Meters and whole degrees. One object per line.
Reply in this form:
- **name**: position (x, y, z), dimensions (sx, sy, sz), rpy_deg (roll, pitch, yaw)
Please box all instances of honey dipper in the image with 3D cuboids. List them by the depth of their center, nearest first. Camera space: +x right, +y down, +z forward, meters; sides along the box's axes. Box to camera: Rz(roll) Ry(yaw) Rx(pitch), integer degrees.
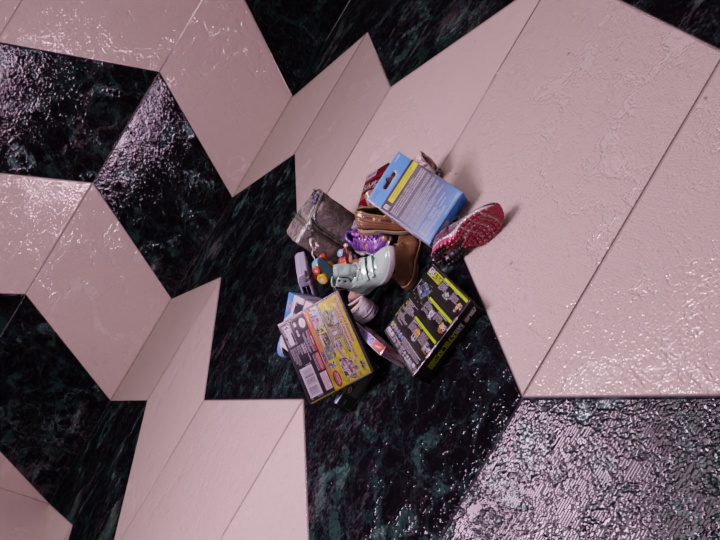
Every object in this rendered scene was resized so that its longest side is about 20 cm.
- **honey dipper**: position (0.047, -0.144, 1.587), dimensions (0.038, 0.038, 0.202), rpy_deg (-43, 38, 26)

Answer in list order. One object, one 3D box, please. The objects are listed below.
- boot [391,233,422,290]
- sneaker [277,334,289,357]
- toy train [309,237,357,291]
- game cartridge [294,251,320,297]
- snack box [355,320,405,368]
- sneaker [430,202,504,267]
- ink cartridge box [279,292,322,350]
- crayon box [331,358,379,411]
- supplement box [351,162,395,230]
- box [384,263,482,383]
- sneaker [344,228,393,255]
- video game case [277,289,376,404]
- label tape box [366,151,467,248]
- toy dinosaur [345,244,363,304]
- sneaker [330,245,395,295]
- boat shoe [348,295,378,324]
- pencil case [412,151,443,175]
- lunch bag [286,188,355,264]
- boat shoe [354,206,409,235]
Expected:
- **boot**: position (0.104, -0.051, 1.459), dimensions (0.073, 0.075, 0.203), rpy_deg (-38, 32, 37)
- **sneaker**: position (-0.198, 0.164, 1.764), dimensions (0.078, 0.065, 0.204), rpy_deg (-4, 59, 62)
- **toy train**: position (-0.082, -0.013, 1.639), dimensions (0.055, 0.198, 0.153), rpy_deg (-29, 62, 32)
- **game cartridge**: position (-0.141, 0.056, 1.651), dimensions (0.040, 0.203, 0.134), rpy_deg (-14, 33, 3)
- **snack box**: position (0.036, 0.164, 1.354), dimensions (0.025, 0.071, 0.200), rpy_deg (-56, 27, 0)
- **sneaker**: position (0.226, -0.092, 1.285), dimensions (0.199, 0.080, 0.076), rpy_deg (-36, 32, 39)
- **ink cartridge box**: position (-0.125, 0.146, 1.480), dimensions (0.199, 0.082, 0.149), rpy_deg (17, 96, 62)
- **crayon box**: position (-0.040, 0.234, 1.436), dimensions (0.127, 0.051, 0.200), rpy_deg (-57, 26, 3)
- **supplement box**: position (0.048, -0.207, 1.729), dimensions (0.108, 0.060, 0.204), rpy_deg (-22, 43, 48)
- **box**: position (0.148, 0.107, 1.253), dimensions (0.194, 0.047, 0.200), rpy_deg (-52, 26, 7)
- **sneaker**: position (0.019, -0.085, 1.628), dimensions (0.198, 0.083, 0.082), rpy_deg (-4, 58, 55)
- **video game case**: position (-0.079, 0.177, 1.349), dimensions (0.178, 0.025, 0.204), rpy_deg (-29, 78, 17)
- **label tape box**: position (0.136, -0.170, 1.416), dimensions (0.199, 0.063, 0.146), rpy_deg (37, 95, 22)
- **toy dinosaur**: position (0.012, 0.021, 1.546), dimensions (0.134, 0.085, 0.204), rpy_deg (32, 109, 29)
- **sneaker**: position (0.000, 0.001, 1.398), dimensions (0.201, 0.116, 0.075), rpy_deg (-47, 43, 51)
- **boat shoe**: position (-0.048, 0.113, 1.524), dimensions (0.200, 0.086, 0.075), rpy_deg (-28, 28, 44)
- **pencil case**: position (0.132, -0.213, 1.567), dimensions (0.201, 0.089, 0.078), rpy_deg (-51, 18, 19)
- **lunch bag**: position (-0.102, -0.127, 1.752), dimensions (0.170, 0.198, 0.139), rpy_deg (-57, 27, 2)
- **boat shoe**: position (0.081, -0.135, 1.488), dimensions (0.195, 0.069, 0.073), rpy_deg (-7, 31, 10)
